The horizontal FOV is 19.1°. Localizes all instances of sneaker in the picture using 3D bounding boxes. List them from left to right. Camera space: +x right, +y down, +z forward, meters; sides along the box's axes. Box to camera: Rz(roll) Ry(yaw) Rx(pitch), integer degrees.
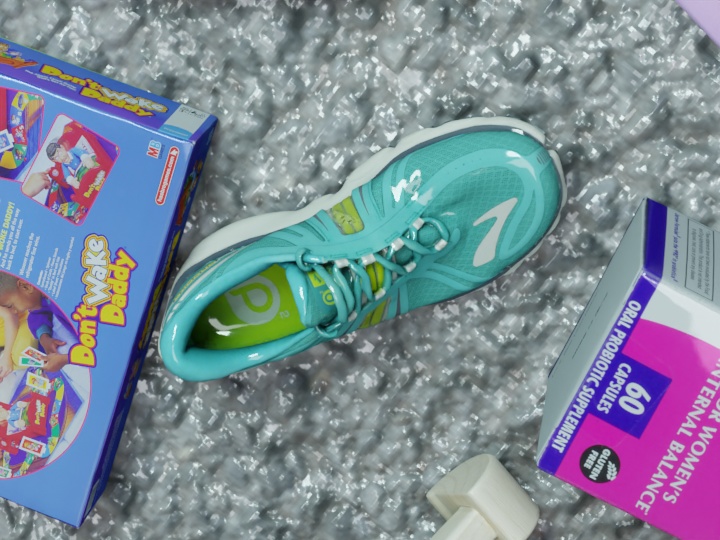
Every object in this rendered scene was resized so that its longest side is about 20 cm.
[{"bbox_3d":[0.000,0.000,0.936,0.199,0.080,0.078,-26,103,17],"label":"sneaker"}]

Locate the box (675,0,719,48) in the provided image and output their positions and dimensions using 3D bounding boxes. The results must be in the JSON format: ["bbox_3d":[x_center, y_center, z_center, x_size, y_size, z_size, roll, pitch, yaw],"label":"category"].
[{"bbox_3d":[0.216,-0.159,0.830,0.176,0.097,0.200,45,111,-7],"label":"box"}]

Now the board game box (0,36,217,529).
[{"bbox_3d":[-0.159,0.002,0.985,0.134,0.045,0.201,21,112,3],"label":"board game box"}]

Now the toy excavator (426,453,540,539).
[{"bbox_3d":[-0.021,0.183,0.986,0.100,0.195,0.200,49,138,-8],"label":"toy excavator"}]

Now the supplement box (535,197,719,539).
[{"bbox_3d":[0.187,0.068,0.914,0.199,0.103,0.102,26,111,-1],"label":"supplement box"}]
